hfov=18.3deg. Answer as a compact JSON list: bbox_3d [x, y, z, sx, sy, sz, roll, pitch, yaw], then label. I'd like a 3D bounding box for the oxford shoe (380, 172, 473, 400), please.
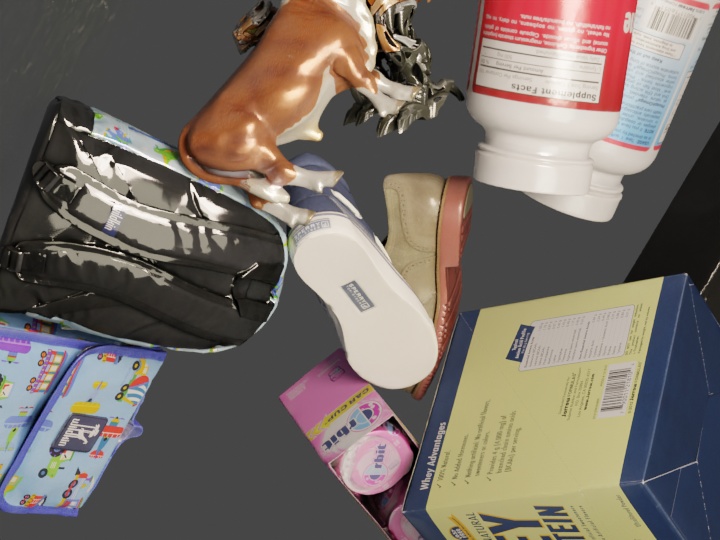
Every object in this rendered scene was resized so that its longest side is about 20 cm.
[{"bbox_3d":[0.040,0.009,1.735,0.075,0.070,0.200,11,119,7],"label":"oxford shoe"}]

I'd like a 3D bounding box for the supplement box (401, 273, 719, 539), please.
[{"bbox_3d":[0.167,0.131,1.685,0.200,0.200,0.134,-11,133,32],"label":"supplement box"}]

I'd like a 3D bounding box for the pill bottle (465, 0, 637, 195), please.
[{"bbox_3d":[0.135,-0.158,1.589,0.112,0.112,0.200,3,100,-25],"label":"pill bottle"}]

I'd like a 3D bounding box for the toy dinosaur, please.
[{"bbox_3d":[0.013,-0.173,1.611,0.200,0.102,0.136,-15,104,8],"label":"toy dinosaur"}]

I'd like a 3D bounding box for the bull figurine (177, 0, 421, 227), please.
[{"bbox_3d":[-0.035,-0.129,1.541,0.121,0.065,0.200,40,89,2],"label":"bull figurine"}]

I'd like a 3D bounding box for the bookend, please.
[{"bbox_3d":[0.342,-0.002,1.812,0.200,0.092,0.199,32,87,-32],"label":"bookend"}]

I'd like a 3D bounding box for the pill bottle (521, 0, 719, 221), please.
[{"bbox_3d":[0.188,-0.144,1.687,0.109,0.109,0.200,13,109,-28],"label":"pill bottle"}]

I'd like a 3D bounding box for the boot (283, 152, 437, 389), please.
[{"bbox_3d":[0.000,0.000,1.672,0.073,0.090,0.200,-20,137,8],"label":"boot"}]

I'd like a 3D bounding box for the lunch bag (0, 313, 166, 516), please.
[{"bbox_3d":[-0.246,0.100,1.641,0.200,0.094,0.151,15,108,-42],"label":"lunch bag"}]

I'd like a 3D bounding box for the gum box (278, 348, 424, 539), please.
[{"bbox_3d":[0.029,0.169,1.766,0.066,0.114,0.200,-39,123,-2],"label":"gum box"}]

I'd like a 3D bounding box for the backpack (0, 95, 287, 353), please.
[{"bbox_3d":[-0.148,-0.023,1.591,0.200,0.154,0.163,19,101,-8],"label":"backpack"}]
